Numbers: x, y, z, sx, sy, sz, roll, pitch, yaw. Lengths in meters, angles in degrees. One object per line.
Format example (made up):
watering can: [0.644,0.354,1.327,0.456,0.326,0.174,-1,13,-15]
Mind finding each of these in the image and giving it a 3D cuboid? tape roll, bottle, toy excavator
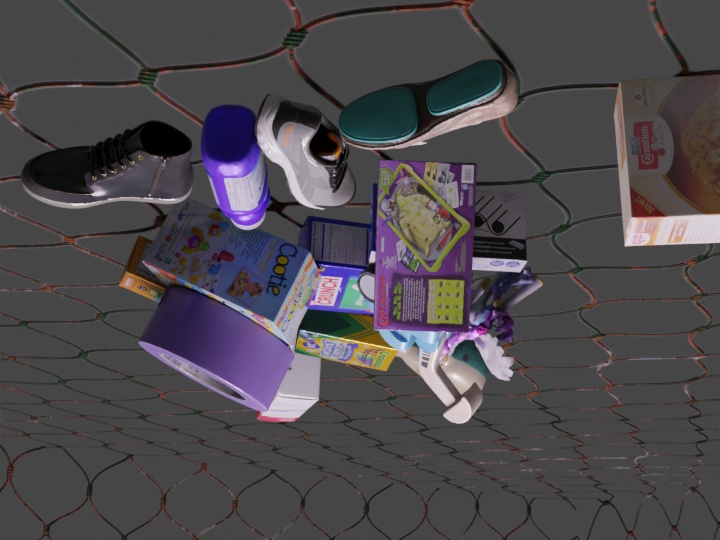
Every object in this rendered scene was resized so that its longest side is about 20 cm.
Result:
tape roll: [-0.194,0.107,1.266,0.197,0.086,0.200,25,164,8]
bottle: [-0.139,-0.109,1.081,0.064,0.085,0.201,1,158,0]
toy excavator: [0.087,0.085,1.245,0.192,0.100,0.203,28,135,22]

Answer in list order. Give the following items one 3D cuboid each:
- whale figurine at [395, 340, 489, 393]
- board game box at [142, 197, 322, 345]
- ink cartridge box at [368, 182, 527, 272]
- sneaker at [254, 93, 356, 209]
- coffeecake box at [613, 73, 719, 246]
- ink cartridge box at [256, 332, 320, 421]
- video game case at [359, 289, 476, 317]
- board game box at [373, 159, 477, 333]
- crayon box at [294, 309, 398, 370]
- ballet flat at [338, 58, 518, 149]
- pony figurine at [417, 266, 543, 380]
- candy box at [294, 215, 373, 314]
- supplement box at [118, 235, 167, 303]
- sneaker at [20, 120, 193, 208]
whale figurine: [0.148,0.153,1.747,0.197,0.105,0.160,25,162,10]
board game box: [-0.165,0.000,1.230,0.197,0.106,0.103,24,164,16]
ink cartridge box: [0.109,-0.054,1.188,0.195,0.096,0.044,3,159,-4]
sneaker: [-0.044,-0.120,1.036,0.078,0.075,0.200,12,164,25]
coffeecake box: [0.361,-0.112,0.937,0.195,0.157,0.073,-2,158,10]
ink cartridge box: [-0.136,0.191,1.758,0.084,0.151,0.200,8,159,-17]
video game case: [0.074,0.069,1.574,0.196,0.046,0.181,9,157,-17]
board game box: [0.076,-0.029,1.125,0.117,0.205,0.032,2,-173,-5]
crayon box: [-0.007,0.116,1.566,0.196,0.053,0.126,11,157,-4]
ballet flat: [0.072,-0.160,0.965,0.196,0.070,0.067,-9,164,29]
pony figurine: [0.172,0.071,1.366,0.167,0.199,0.193,48,165,2]
candy box: [0.000,0.000,1.356,0.195,0.079,0.169,7,156,-12]
supplement box: [-0.246,0.025,1.360,0.197,0.070,0.067,26,152,-13]
sneaker: [-0.289,-0.130,1.072,0.195,0.076,0.107,-3,156,-15]
